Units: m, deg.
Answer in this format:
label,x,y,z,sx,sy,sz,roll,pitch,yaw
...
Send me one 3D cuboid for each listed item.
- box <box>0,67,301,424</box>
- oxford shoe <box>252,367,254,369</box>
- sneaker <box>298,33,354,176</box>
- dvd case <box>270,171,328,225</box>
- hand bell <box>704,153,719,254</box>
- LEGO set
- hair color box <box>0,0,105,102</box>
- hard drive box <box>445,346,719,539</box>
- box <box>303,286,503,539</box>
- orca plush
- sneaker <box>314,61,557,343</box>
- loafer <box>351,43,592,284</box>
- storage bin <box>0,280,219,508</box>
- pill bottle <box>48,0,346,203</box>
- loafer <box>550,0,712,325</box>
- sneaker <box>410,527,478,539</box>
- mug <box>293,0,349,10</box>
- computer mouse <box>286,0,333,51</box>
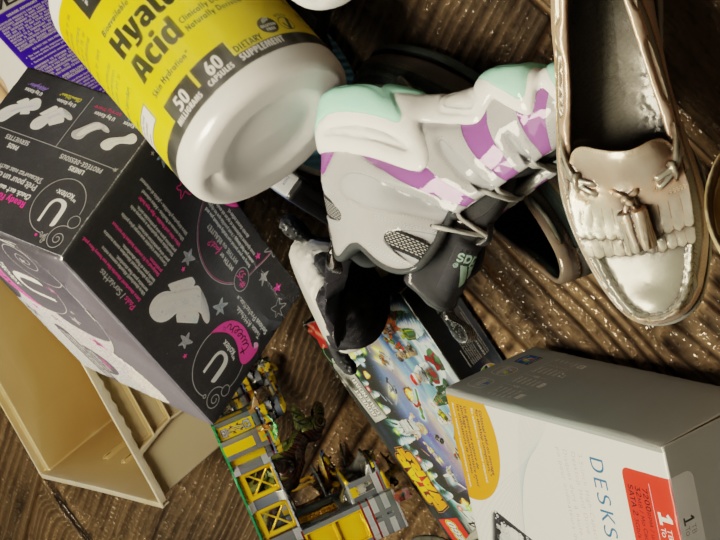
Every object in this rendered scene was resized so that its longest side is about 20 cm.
label,x,y,z,sx,sy,sz,roll,pitch,yaw
box,-0.152,-0.013,1.231,0.132,0.115,0.200,20,157,36
oxford shoe,-0.124,0.017,1.435,0.074,0.071,0.200,40,148,28
sneaker,-0.071,-0.129,1.212,0.200,0.077,0.081,43,168,13
dvd case,-0.083,-0.083,1.245,0.200,0.018,0.143,35,-178,26
hand bell,0.214,0.017,0.979,0.104,0.104,0.200,39,161,20
LEGO set,-0.036,0.130,1.398,0.200,0.116,0.154,164,82,-84
hair color box,-0.203,-0.112,1.393,0.200,0.065,0.109,48,153,20
hard drive box,0.149,0.140,1.124,0.200,0.077,0.156,9,116,57
box,0.059,0.097,1.298,0.200,0.040,0.137,56,151,-8
orca plush,0.000,0.000,1.185,0.200,0.071,0.105,87,160,-81
sneaker,0.065,-0.032,1.028,0.200,0.078,0.140,-4,83,37
loafer,0.063,-0.062,1.096,0.200,0.063,0.072,34,147,28
storage bin,-0.228,0.078,1.618,0.200,0.094,0.199,4,126,53
pill bottle,-0.107,-0.142,1.108,0.200,0.111,0.111,48,151,23
loafer,0.121,-0.070,0.930,0.072,0.063,0.201,-10,90,18
sneaker,0.063,0.225,1.308,0.077,0.085,0.200,53,152,-4
mug,-0.057,-0.222,0.995,0.200,0.147,0.175,54,154,16
computer mouse,-0.027,-0.121,1.134,0.200,0.034,0.059,64,156,13
